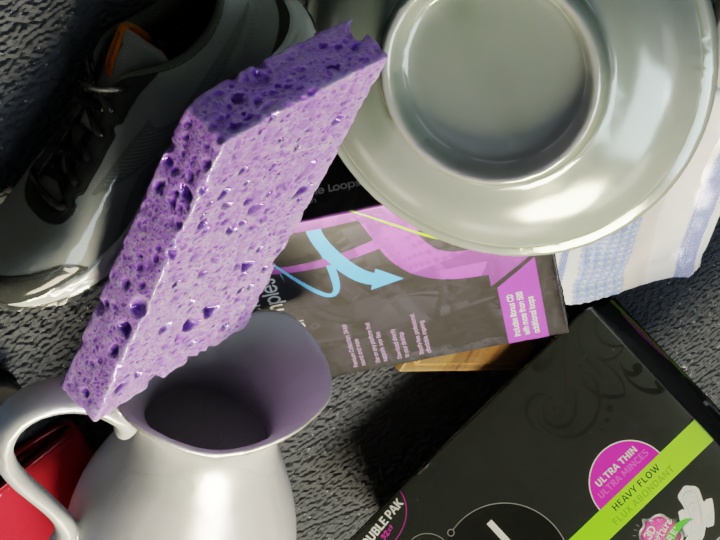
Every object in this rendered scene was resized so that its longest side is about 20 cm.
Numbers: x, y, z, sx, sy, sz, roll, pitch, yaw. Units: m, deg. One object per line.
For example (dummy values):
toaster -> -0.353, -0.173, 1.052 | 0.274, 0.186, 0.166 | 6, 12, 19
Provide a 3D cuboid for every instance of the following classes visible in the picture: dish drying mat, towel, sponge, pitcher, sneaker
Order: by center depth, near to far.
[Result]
sponge -> -0.065, -0.022, 1.377 | 0.111, 0.030, 0.200 | -31, 159, -42
sneaker -> -0.113, -0.067, 1.377 | 0.200, 0.074, 0.079 | -46, 137, 1
pitcher -> -0.112, 0.119, 1.532 | 0.170, 0.122, 0.201 | -3, 138, -17
towel -> 0.124, -0.033, 1.612 | 0.199, 0.024, 0.147 | -14, 139, -32
dish drying mat -> -0.155, 0.150, 1.637 | 0.077, 0.018, 0.200 | -37, 146, -7

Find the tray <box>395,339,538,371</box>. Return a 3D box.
tray -> 0.095, -0.029, 1.642 | 0.098, 0.037, 0.201 | 1, 131, -44

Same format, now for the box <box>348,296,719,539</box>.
box -> 0.118, 0.136, 1.731 | 0.200, 0.149, 0.124 | -45, 174, 10

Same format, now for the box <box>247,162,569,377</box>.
box -> 0.000, 0.000, 1.519 | 0.199, 0.036, 0.143 | -10, 144, 4

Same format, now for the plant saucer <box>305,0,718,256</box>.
plant saucer -> 0.065, -0.097, 1.392 | 0.201, 0.200, 0.050 | -54, 179, 23

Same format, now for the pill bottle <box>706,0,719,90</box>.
pill bottle -> 0.191, -0.150, 1.436 | 0.113, 0.200, 0.114 | -24, 145, -19

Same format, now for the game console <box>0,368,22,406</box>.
game console -> -0.251, 0.147, 1.449 | 0.199, 0.119, 0.173 | 0, 131, -44
